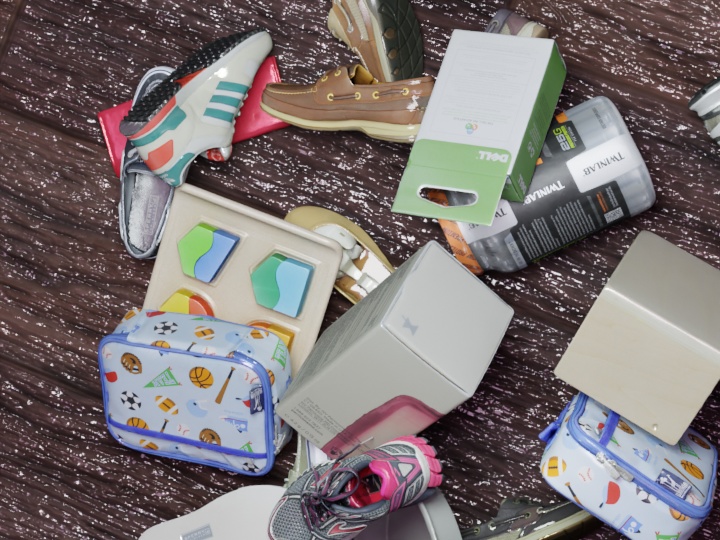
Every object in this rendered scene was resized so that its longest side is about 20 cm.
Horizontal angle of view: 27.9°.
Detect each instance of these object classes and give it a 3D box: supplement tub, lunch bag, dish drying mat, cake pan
[{"bbox_3d":[0.175,-0.077,1.420,0.200,0.123,0.123,-26,84,6],"label":"supplement tub"},{"bbox_3d":[0.249,0.175,1.351,0.160,0.200,0.076,35,109,7],"label":"lunch bag"},{"bbox_3d":[-0.161,0.127,1.458,0.200,0.076,0.160,12,122,17],"label":"lunch bag"},{"bbox_3d":[-0.173,-0.161,1.530,0.200,0.018,0.077,-17,88,7],"label":"dish drying mat"},{"bbox_3d":[0.049,0.285,1.402,0.037,0.200,0.200,-6,86,-24],"label":"cake pan"}]

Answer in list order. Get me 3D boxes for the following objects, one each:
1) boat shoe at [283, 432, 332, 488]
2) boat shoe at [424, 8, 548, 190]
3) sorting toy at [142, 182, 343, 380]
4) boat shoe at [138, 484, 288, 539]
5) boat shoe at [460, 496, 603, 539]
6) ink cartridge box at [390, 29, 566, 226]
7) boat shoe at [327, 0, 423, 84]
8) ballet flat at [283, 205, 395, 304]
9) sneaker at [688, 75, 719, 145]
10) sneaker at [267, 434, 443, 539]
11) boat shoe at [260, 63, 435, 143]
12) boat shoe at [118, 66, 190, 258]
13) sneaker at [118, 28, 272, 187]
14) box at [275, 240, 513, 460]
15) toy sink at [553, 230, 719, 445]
[{"bbox_3d":[-0.048,0.229,1.469,0.062,0.072,0.200,-5,88,12],"label":"boat shoe"},{"bbox_3d":[0.110,-0.174,1.464,0.065,0.072,0.200,38,98,23],"label":"boat shoe"},{"bbox_3d":[-0.129,0.031,1.471,0.185,0.036,0.200,21,112,10],"label":"sorting toy"},{"bbox_3d":[-0.129,0.268,1.466,0.200,0.069,0.072,-26,72,20],"label":"boat shoe"},{"bbox_3d":[0.155,0.255,1.435,0.201,0.072,0.066,-27,64,5],"label":"boat shoe"},{"bbox_3d":[0.112,-0.124,1.360,0.104,0.059,0.200,11,69,25],"label":"ink cartridge box"},{"bbox_3d":[0.006,-0.262,1.485,0.074,0.076,0.200,-12,95,36],"label":"boat shoe"},{"bbox_3d":[0.000,0.000,1.473,0.200,0.063,0.069,38,92,8],"label":"ballet flat"},{"bbox_3d":[0.434,-0.177,1.419,0.200,0.076,0.115,-35,92,14],"label":"sneaker"},{"bbox_3d":[-0.020,0.207,1.341,0.200,0.075,0.081,-35,75,36],"label":"sneaker"},{"bbox_3d":[-0.009,-0.174,1.446,0.200,0.072,0.068,11,109,28],"label":"boat shoe"},{"bbox_3d":[-0.214,-0.110,1.493,0.072,0.068,0.200,10,96,5],"label":"boat shoe"},{"bbox_3d":[-0.152,-0.164,1.474,0.200,0.070,0.093,-46,119,-31],"label":"sneaker"},{"bbox_3d":[0.031,0.086,1.376,0.109,0.128,0.200,40,137,-8],"label":"box"},{"bbox_3d":[0.281,0.061,1.383,0.130,0.200,0.112,31,115,8],"label":"toy sink"}]
